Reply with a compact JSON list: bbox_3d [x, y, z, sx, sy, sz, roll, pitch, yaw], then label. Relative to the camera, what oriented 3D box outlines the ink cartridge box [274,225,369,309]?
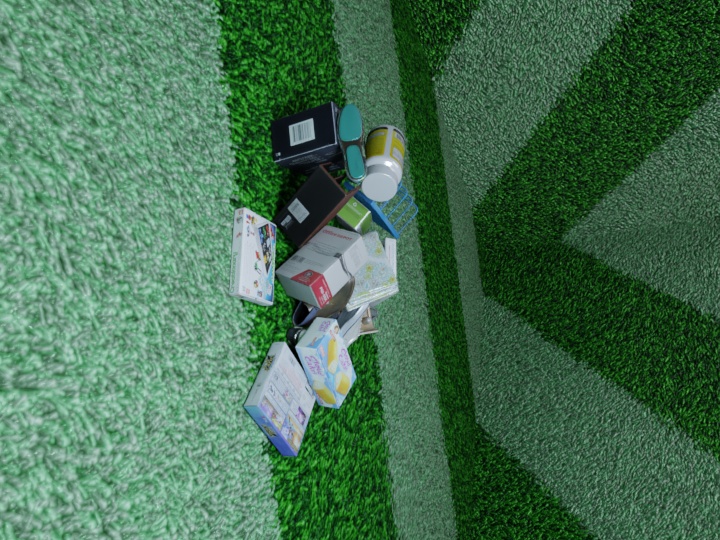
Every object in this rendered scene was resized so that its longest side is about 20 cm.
[{"bbox_3d":[-0.095,-0.013,1.311,0.200,0.145,0.084,-45,131,-27],"label":"ink cartridge box"}]

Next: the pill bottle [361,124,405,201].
[{"bbox_3d":[0.060,-0.291,1.387,0.115,0.112,0.202,58,31,-42],"label":"pill bottle"}]

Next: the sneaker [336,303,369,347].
[{"bbox_3d":[-0.029,0.158,1.475,0.070,0.201,0.073,31,11,-32],"label":"sneaker"}]

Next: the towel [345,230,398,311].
[{"bbox_3d":[0.000,0.000,1.445,0.048,0.168,0.203,84,-14,-64],"label":"towel"}]

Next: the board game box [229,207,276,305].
[{"bbox_3d":[-0.248,-0.029,1.196,0.126,0.034,0.204,30,56,-60],"label":"board game box"}]

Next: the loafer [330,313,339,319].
[{"bbox_3d":[-0.106,0.066,1.447,0.202,0.070,0.064,76,4,-48],"label":"loafer"}]

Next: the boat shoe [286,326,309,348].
[{"bbox_3d":[-0.126,0.198,1.372,0.077,0.059,0.200,-65,147,-19],"label":"boat shoe"}]

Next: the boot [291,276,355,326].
[{"bbox_3d":[-0.096,0.084,1.340,0.075,0.200,0.096,51,27,20],"label":"boot"}]

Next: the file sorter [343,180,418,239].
[{"bbox_3d":[0.069,-0.221,1.547,0.123,0.138,0.200,-48,142,-3],"label":"file sorter"}]

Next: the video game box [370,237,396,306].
[{"bbox_3d":[0.060,0.012,1.708,0.046,0.200,0.186,11,69,-20],"label":"video game box"}]

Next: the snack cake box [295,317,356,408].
[{"bbox_3d":[-0.084,0.236,1.310,0.115,0.066,0.203,-53,135,-46],"label":"snack cake box"}]

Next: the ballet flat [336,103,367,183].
[{"bbox_3d":[-0.021,-0.314,1.292,0.074,0.073,0.204,16,69,-64],"label":"ballet flat"}]

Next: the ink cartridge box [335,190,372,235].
[{"bbox_3d":[0.013,-0.138,1.582,0.076,0.199,0.148,-51,172,-3],"label":"ink cartridge box"}]

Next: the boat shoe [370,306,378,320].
[{"bbox_3d":[-0.003,0.136,1.651,0.199,0.070,0.074,-8,91,-63],"label":"boat shoe"}]

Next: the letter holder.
[{"bbox_3d":[-0.107,-0.177,1.335,0.101,0.200,0.142,46,27,0],"label":"letter holder"}]

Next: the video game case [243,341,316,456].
[{"bbox_3d":[-0.184,0.307,1.226,0.183,0.045,0.202,-72,146,-47],"label":"video game case"}]

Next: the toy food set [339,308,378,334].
[{"bbox_3d":[-0.017,0.095,1.561,0.142,0.060,0.204,-5,82,-36],"label":"toy food set"}]

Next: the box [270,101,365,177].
[{"bbox_3d":[-0.111,-0.350,1.406,0.199,0.193,0.120,9,73,-65],"label":"box"}]
